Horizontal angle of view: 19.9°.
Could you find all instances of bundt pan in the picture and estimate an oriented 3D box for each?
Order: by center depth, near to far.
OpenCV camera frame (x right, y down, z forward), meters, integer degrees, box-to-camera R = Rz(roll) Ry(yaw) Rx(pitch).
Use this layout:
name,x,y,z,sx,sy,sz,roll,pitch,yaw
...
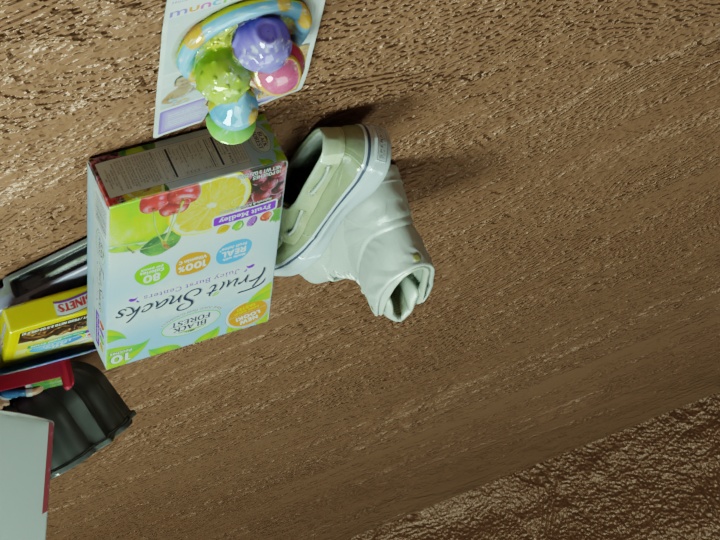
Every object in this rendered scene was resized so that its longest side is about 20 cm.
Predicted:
name,x,y,z,sx,sy,sz,roll,pitch,yaw
bundt pan,-0.308,0.145,1.854,0.201,0.076,0.202,-26,-172,4

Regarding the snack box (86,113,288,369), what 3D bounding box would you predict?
name,x,y,z,sx,sy,sz,roll,pitch,yaw
snack box,-0.134,-0.019,1.548,0.141,0.053,0.201,-15,146,-19

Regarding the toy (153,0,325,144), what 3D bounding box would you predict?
name,x,y,z,sx,sy,sz,roll,pitch,yaw
toy,-0.073,-0.133,1.350,0.114,0.048,0.200,-19,165,-16

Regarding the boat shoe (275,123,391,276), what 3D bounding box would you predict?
name,x,y,z,sx,sy,sz,roll,pitch,yaw
boat shoe,-0.045,-0.062,1.632,0.062,0.073,0.200,12,145,-25

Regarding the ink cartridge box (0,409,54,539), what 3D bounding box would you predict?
name,x,y,z,sx,sy,sz,roll,pitch,yaw
ink cartridge box,-0.367,0.188,1.656,0.199,0.147,0.144,-8,165,43

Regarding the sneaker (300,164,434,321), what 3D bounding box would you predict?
name,x,y,z,sx,sy,sz,roll,pitch,yaw
sneaker,0.000,0.000,1.788,0.073,0.116,0.200,-16,166,-24

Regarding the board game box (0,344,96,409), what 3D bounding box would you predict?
name,x,y,z,sx,sy,sz,roll,pitch,yaw
board game box,-0.297,0.101,1.747,0.199,0.039,0.157,-10,-177,41

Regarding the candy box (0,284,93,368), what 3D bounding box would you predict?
name,x,y,z,sx,sy,sz,roll,pitch,yaw
candy box,-0.198,0.030,1.666,0.198,0.027,0.102,-16,168,-19

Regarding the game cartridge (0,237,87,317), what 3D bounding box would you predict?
name,x,y,z,sx,sy,sz,roll,pitch,yaw
game cartridge,-0.194,-0.003,1.669,0.199,0.039,0.130,-25,161,13
